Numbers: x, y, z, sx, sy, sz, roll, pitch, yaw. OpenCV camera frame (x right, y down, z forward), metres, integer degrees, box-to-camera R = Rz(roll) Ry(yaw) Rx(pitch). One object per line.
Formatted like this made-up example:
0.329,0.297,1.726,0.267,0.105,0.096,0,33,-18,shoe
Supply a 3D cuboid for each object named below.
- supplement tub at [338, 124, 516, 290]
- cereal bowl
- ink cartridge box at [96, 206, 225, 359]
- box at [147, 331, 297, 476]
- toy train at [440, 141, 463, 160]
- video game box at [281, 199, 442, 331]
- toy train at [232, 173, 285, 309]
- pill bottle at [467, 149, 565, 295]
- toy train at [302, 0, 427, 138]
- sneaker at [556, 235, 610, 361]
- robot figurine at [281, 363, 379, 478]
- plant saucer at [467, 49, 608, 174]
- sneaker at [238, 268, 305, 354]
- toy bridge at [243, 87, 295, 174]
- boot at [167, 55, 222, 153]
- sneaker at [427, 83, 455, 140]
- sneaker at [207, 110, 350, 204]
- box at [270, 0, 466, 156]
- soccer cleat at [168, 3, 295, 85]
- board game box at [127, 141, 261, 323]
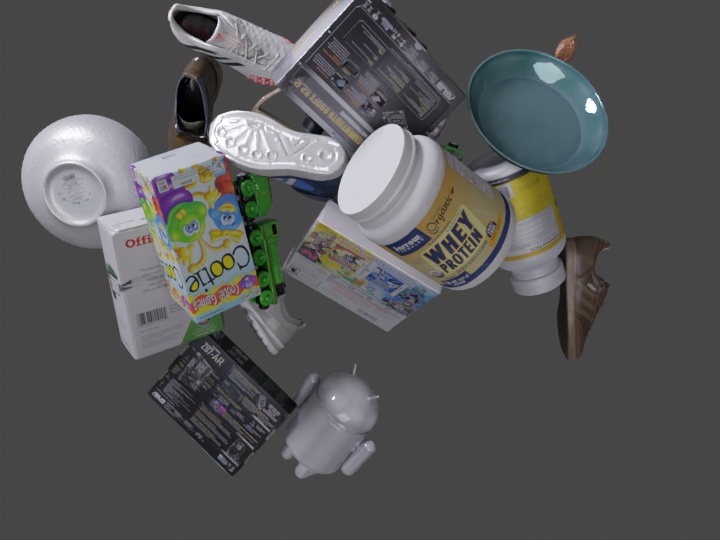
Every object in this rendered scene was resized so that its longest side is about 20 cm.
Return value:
0.083,-0.078,0.891,0.199,0.145,0.145,30,111,-30,supplement tub
-0.402,-0.121,1.034,0.196,0.084,0.203,1,113,2,cereal bowl
-0.290,0.007,1.042,0.144,0.084,0.203,-18,119,-30,ink cartridge box
-0.227,0.211,1.156,0.200,0.044,0.161,43,108,1,box
0.106,-0.090,1.043,0.041,0.057,0.203,16,112,-4,toy train
0.000,0.000,1.035,0.198,0.047,0.182,30,152,-10,video game box
-0.145,-0.044,1.027,0.041,0.056,0.203,11,115,45,toy train
0.229,-0.071,1.016,0.110,0.112,0.202,-19,110,9,pill bottle
0.002,-0.260,0.956,0.113,0.086,0.201,17,116,-38,toy train
0.344,0.046,1.082,0.074,0.071,0.203,-5,112,3,sneaker
-0.047,0.247,1.152,0.170,0.112,0.201,46,111,21,robot figurine
0.232,-0.206,0.949,0.197,0.203,0.036,15,152,-4,plant saucer
-0.160,0.028,1.105,0.081,0.075,0.202,-34,108,-15,sneaker
-0.125,-0.212,1.017,0.067,0.027,0.202,28,109,-9,toy bridge
-0.243,-0.194,0.991,0.073,0.097,0.203,12,112,-3,boot
0.059,-0.188,0.999,0.088,0.080,0.201,35,108,3,sneaker
-0.104,-0.147,0.988,0.197,0.147,0.082,13,79,6,sneaker
0.013,-0.232,0.886,0.158,0.049,0.199,-43,124,16,box
-0.162,-0.301,0.942,0.197,0.085,0.070,23,94,-1,soccer cleat
-0.218,-0.052,0.946,0.104,0.103,0.203,-25,119,-25,board game box
